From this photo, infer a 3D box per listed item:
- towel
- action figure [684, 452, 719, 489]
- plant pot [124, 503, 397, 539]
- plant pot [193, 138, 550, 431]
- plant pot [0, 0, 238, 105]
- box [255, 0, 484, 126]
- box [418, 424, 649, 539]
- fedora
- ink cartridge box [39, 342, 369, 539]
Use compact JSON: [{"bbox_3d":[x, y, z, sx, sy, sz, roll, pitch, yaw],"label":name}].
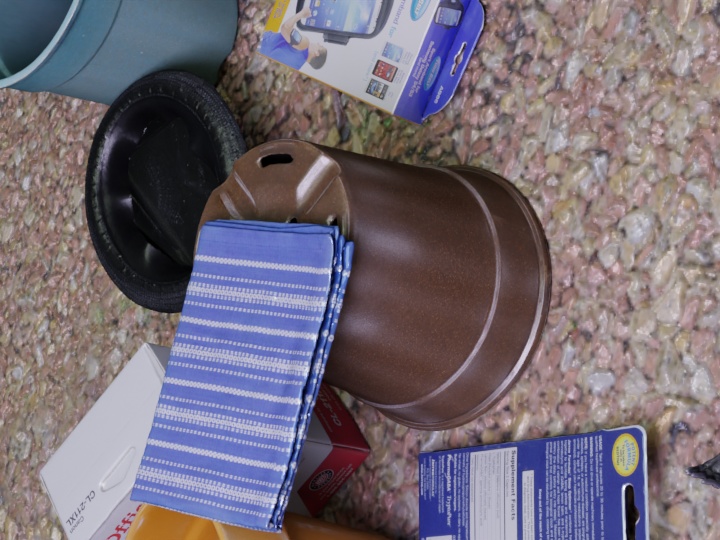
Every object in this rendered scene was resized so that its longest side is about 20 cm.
[{"bbox_3d":[-0.081,0.064,1.285,0.144,0.024,0.202,6,77,43],"label":"towel"},{"bbox_3d":[0.281,0.054,1.189,0.118,0.102,0.202,27,98,28],"label":"action figure"},{"bbox_3d":[-0.052,0.252,1.364,0.200,0.182,0.202,-15,72,57],"label":"plant pot"},{"bbox_3d":[0.000,0.000,1.391,0.199,0.197,0.202,-13,70,39],"label":"plant pot"},{"bbox_3d":[-0.220,-0.225,1.647,0.199,0.195,0.202,-13,70,40],"label":"plant pot"},{"bbox_3d":[0.009,-0.195,1.540,0.199,0.041,0.120,28,98,45],"label":"box"},{"bbox_3d":[0.123,0.177,1.345,0.199,0.032,0.122,-12,71,42],"label":"box"},{"bbox_3d":[-0.136,-0.062,1.599,0.199,0.091,0.203,-6,81,38],"label":"fedora"},{"bbox_3d":[-0.115,0.143,1.455,0.146,0.199,0.083,-49,52,21],"label":"ink cartridge box"}]
